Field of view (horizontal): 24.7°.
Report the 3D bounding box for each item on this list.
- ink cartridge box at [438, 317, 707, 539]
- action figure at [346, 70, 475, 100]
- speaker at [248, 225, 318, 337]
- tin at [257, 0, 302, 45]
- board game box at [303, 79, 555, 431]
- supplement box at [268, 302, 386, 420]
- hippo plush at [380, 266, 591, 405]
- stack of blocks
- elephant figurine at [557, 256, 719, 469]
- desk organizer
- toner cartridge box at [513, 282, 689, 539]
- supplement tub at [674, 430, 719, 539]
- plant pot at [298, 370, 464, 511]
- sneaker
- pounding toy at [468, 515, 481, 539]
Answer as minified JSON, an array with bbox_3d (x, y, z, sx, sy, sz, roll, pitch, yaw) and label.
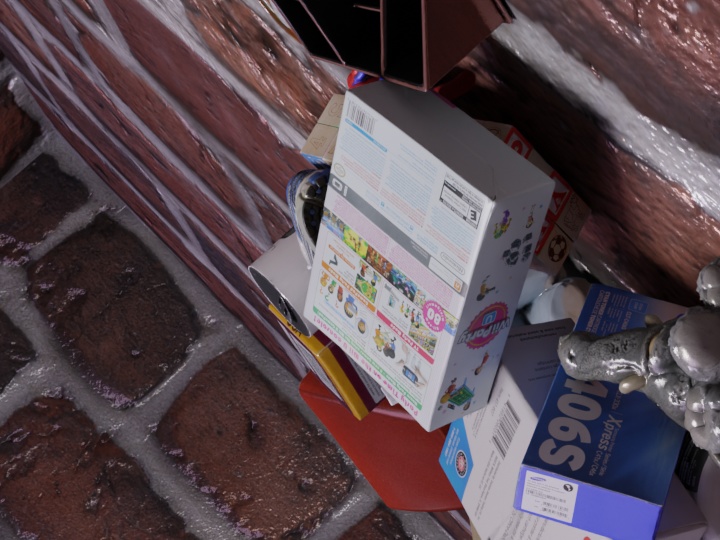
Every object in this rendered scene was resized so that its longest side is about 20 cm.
[{"bbox_3d":[0.146,0.158,1.184,0.201,0.084,0.147,60,147,38],"label":"ink cartridge box"},{"bbox_3d":[0.034,-0.146,1.277,0.066,0.052,0.200,54,163,-9],"label":"action figure"},{"bbox_3d":[0.002,-0.036,1.388,0.081,0.200,0.081,45,169,11],"label":"speaker"},{"bbox_3d":[-0.064,-0.253,1.329,0.112,0.042,0.200,49,171,19],"label":"tin"},{"bbox_3d":[0.041,-0.012,1.147,0.147,0.064,0.201,42,134,32],"label":"board game box"},{"bbox_3d":[0.032,0.019,1.468,0.086,0.200,0.111,41,168,41],"label":"supplement box"},{"bbox_3d":[0.130,0.086,1.398,0.160,0.199,0.161,67,-172,28],"label":"hippo plush"},{"bbox_3d":[0.062,-0.068,1.248,0.199,0.059,0.115,18,163,47],"label":"stack of blocks"},{"bbox_3d":[0.231,0.063,1.016,0.156,0.141,0.200,62,167,11],"label":"elephant figurine"},{"bbox_3d":[0.013,-0.185,1.138,0.072,0.077,0.200,53,169,-26],"label":"desk organizer"},{"bbox_3d":[0.175,0.093,1.111,0.094,0.200,0.043,16,130,12],"label":"toner cartridge box"},{"bbox_3d":[0.245,0.133,1.220,0.123,0.122,0.200,52,170,-21],"label":"supplement tub"},{"bbox_3d":[0.095,0.134,1.710,0.176,0.200,0.200,12,144,54],"label":"plant pot"},{"bbox_3d":[0.000,0.000,1.304,0.085,0.077,0.201,33,150,61],"label":"sneaker"},{"bbox_3d":[0.231,0.274,1.562,0.142,0.199,0.185,18,-125,-46],"label":"pounding toy"}]
